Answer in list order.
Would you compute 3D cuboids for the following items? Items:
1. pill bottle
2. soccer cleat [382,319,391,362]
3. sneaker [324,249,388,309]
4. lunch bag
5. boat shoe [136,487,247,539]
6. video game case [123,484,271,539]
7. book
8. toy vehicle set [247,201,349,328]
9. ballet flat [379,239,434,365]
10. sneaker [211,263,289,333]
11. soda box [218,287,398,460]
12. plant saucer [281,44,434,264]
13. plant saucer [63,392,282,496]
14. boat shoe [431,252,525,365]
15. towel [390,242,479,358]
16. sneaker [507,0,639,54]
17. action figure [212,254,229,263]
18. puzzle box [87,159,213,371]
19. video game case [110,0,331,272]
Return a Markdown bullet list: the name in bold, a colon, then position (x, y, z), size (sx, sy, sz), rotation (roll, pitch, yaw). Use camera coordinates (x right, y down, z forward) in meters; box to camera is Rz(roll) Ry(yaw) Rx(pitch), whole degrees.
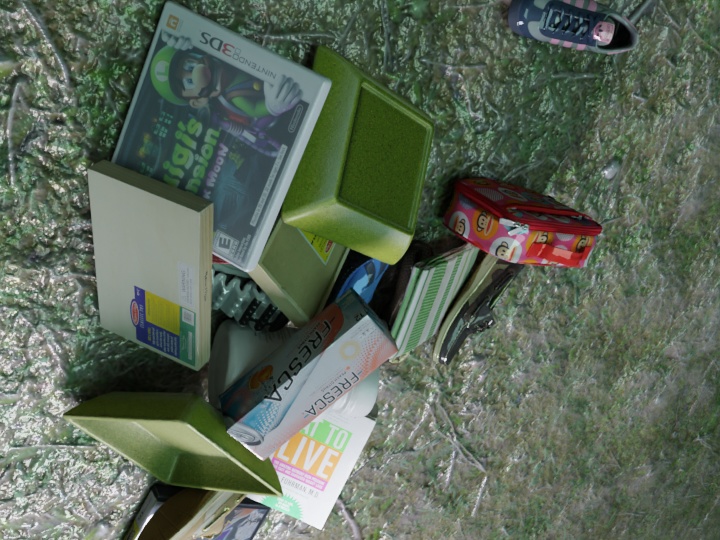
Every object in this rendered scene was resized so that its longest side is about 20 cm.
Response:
- **pill bottle**: position (-0.082, 0.130, 0.887), size (0.198, 0.115, 0.116), rotation (10, 112, -23)
- **soccer cleat**: position (-0.014, 0.153, 1.018), size (0.085, 0.070, 0.202), rotation (8, 114, -16)
- **sneaker**: position (0.000, 0.000, 0.933), size (0.201, 0.066, 0.078), rotation (-51, 145, 2)
- **lunch bag**: position (0.230, -0.057, 0.976), size (0.198, 0.176, 0.083), rotation (2, 116, -36)
- **boat shoe**: position (-0.206, 0.319, 0.938), size (0.200, 0.073, 0.070), rotation (-41, 120, -22)
- **video game case**: position (-0.248, 0.396, 1.019), size (0.199, 0.025, 0.182), rotation (22, 102, -41)
- **book**: position (-0.074, 0.254, 1.000), size (0.132, 0.048, 0.202), rotation (23, 109, -3)
- **toy vehicle set**: position (-0.055, -0.051, 0.813), size (0.125, 0.026, 0.202), rotation (55, 48, -43)
- **ballet flat**: position (0.069, 0.055, 1.019), size (0.067, 0.046, 0.202), rotation (-1, 117, -36)
- **sneaker**: position (-0.167, 0.000, 0.811), size (0.199, 0.082, 0.075), rotation (29, 131, -25)
- **soda box**: position (-0.058, 0.114, 0.783), size (0.199, 0.064, 0.068), rotation (-40, 123, 3)
- **plant saucer**: position (0.015, -0.125, 0.809), size (0.199, 0.048, 0.203), rotation (19, 80, -46)
- **plant saucer**: position (-0.212, 0.199, 0.838), size (0.200, 0.198, 0.048), rotation (53, 43, -42)
- **boat shoe**: position (0.177, 0.059, 1.062), size (0.202, 0.066, 0.072), rotation (-60, 161, -2)
- **towel**: position (0.103, 0.037, 0.994), size (0.199, 0.023, 0.154), rotation (-24, 137, -57)
- **sneaker**: position (0.281, -0.322, 0.916), size (0.198, 0.082, 0.071), rotation (-5, 120, -32)
- **action figure**: position (-0.110, -0.108, 0.743), size (0.098, 0.065, 0.203), rotation (2, 92, -3)
- **puzzle box**: position (-0.213, 0.000, 0.726), size (0.025, 0.132, 0.202), rotation (-50, 156, -51)
- **video game case**: position (-0.145, -0.128, 0.688), size (0.202, 0.180, 0.023), rotation (-65, 169, 15)
